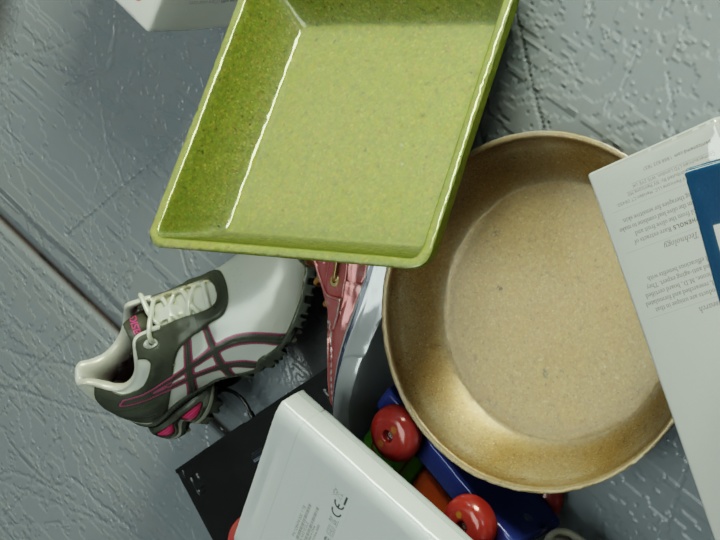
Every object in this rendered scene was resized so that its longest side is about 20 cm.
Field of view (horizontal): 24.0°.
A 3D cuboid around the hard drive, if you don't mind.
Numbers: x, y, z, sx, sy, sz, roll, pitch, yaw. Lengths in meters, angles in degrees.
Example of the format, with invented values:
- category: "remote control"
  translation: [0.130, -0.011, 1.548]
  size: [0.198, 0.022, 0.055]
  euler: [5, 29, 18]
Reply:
- category: "hard drive"
  translation: [0.014, 0.179, 0.993]
  size: [0.200, 0.027, 0.132]
  euler: [40, 133, 23]

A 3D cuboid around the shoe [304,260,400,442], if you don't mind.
- category: "shoe"
  translation: [0.000, 0.000, 1.050]
  size: [0.091, 0.071, 0.201]
  euler: [26, 111, 38]

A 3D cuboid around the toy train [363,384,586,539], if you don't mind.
- category: "toy train"
  translation: [0.067, 0.170, 1.010]
  size: [0.200, 0.085, 0.116]
  euler: [50, 126, 23]

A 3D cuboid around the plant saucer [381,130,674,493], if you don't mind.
- category: "plant saucer"
  translation: [0.106, 0.023, 0.952]
  size: [0.200, 0.035, 0.201]
  euler: [-1, 87, 31]

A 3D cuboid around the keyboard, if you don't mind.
- category: "keyboard"
  translation: [-0.064, 0.112, 1.167]
  size: [0.200, 0.021, 0.127]
  euler: [-35, 81, 41]

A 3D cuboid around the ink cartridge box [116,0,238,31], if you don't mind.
- category: "ink cartridge box"
  translation: [-0.116, -0.273, 1.080]
  size: [0.146, 0.084, 0.200]
  euler: [44, 125, 26]

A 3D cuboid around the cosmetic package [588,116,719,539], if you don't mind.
- category: "cosmetic package"
  translation: [0.202, 0.026, 0.839]
  size: [0.085, 0.107, 0.201]
  euler: [-24, 85, 42]

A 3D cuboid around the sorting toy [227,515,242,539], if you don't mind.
- category: "sorting toy"
  translation: [-0.028, 0.248, 1.118]
  size: [0.199, 0.069, 0.200]
  euler: [39, 125, 25]

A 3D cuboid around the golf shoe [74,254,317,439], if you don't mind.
- category: "golf shoe"
  translation: [-0.105, 0.038, 1.122]
  size: [0.200, 0.088, 0.077]
  euler: [-46, 42, 27]

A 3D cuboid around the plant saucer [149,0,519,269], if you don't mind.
- category: "plant saucer"
  translation: [-0.006, -0.088, 0.987]
  size: [0.199, 0.048, 0.200]
  euler: [5, 67, 35]

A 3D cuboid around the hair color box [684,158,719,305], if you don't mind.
- category: "hair color box"
  translation: [0.230, -0.016, 0.737]
  size: [0.060, 0.200, 0.100]
  euler: [-15, 90, 44]
